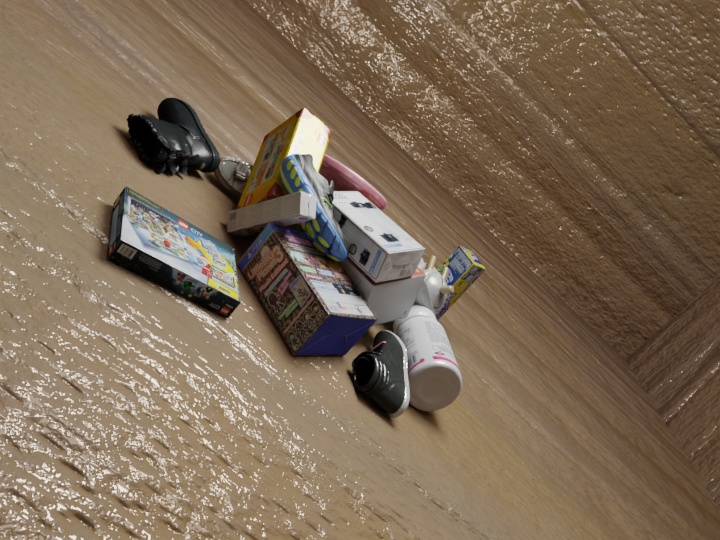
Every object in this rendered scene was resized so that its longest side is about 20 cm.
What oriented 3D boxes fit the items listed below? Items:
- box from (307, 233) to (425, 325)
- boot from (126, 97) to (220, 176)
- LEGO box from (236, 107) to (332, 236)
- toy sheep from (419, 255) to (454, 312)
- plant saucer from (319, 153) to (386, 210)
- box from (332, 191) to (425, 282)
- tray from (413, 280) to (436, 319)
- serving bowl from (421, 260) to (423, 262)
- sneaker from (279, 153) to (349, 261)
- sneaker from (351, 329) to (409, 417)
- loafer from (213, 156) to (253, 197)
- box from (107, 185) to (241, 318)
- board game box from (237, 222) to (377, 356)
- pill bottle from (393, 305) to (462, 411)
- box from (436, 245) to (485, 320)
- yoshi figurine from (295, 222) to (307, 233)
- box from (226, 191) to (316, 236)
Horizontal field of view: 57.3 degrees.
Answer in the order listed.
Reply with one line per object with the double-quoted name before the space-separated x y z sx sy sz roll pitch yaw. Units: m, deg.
"box" 0.000 0.000 1.269 0.150 0.108 0.200 -9 43 -43
"boot" -0.360 -0.257 1.216 0.200 0.073 0.161 52 23 18
"LEGO box" -0.146 -0.182 1.246 0.076 0.147 0.205 32 59 -29
"toy sheep" 0.136 0.042 1.503 0.135 0.198 0.143 5 81 -36
"plant saucer" -0.037 -0.174 1.369 0.197 0.052 0.201 33 -2 1
"box" 0.010 -0.067 1.206 0.115 0.061 0.200 -6 40 -47
"tray" 0.117 0.084 1.409 0.106 0.022 0.204 29 -33 46
"serving bowl" 0.075 -0.058 1.724 0.199 0.066 0.201 40 19 -16
"sneaker" -0.066 -0.114 1.147 0.082 0.070 0.204 -28 91 -39
"sneaker" 0.031 0.157 1.171 0.099 0.070 0.202 40 23 -28
"loafer" -0.203 -0.164 1.324 0.198 0.073 0.062 36 -15 -33
"box" -0.270 -0.026 0.969 0.198 0.038 0.138 32 23 -34
"board game box" -0.090 0.036 1.129 0.202 0.097 0.158 54 21 26
"pill bottle" 0.124 0.165 1.290 0.112 0.114 0.202 35 21 -24
"box" 0.202 0.041 1.576 0.069 0.201 0.065 17 31 -50
"yoshi figurine" -0.093 -0.141 1.389 0.201 0.110 0.115 -125 -165 -60
"box" -0.156 -0.095 1.135 0.038 0.196 0.043 12 73 -47
